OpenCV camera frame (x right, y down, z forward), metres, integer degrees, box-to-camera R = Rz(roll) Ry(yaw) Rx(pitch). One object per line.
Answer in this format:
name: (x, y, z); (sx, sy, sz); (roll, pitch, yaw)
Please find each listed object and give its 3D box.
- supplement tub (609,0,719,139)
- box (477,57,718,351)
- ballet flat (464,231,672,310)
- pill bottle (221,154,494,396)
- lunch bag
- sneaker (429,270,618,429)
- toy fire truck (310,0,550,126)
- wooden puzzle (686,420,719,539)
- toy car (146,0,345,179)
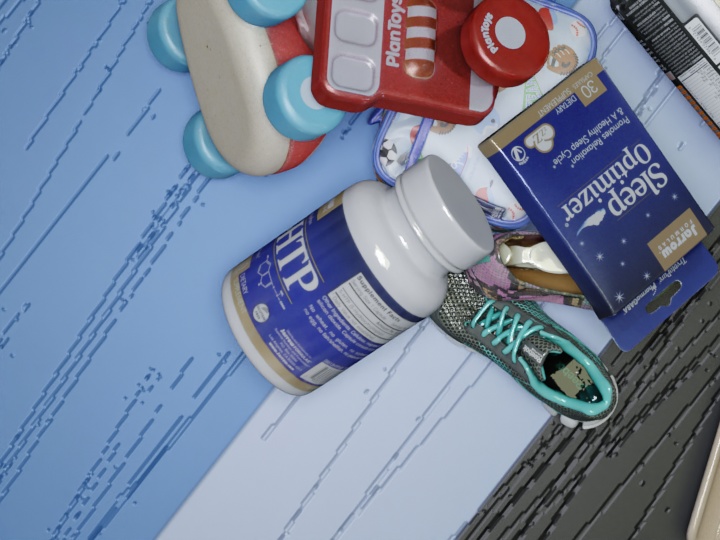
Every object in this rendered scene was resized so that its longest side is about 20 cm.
supplement tub: (0.306, -0.183, 1.382); (0.122, 0.123, 0.200); (-41, 93, -1)
box: (0.195, -0.051, 1.335); (0.121, 0.032, 0.201); (-37, 95, -22)
ballet flat: (0.183, -0.004, 1.377); (0.198, 0.071, 0.070); (1, 83, -21)
pill bottle: (0.000, 0.000, 1.344); (0.199, 0.120, 0.120); (-34, 92, 19)
lunch bag: (0.095, -0.134, 1.399); (0.159, 0.076, 0.202); (22, 89, 0)
sneaker: (0.135, 0.055, 1.393); (0.199, 0.091, 0.078); (35, 88, -2)
toy fire truck: (0.046, -0.208, 1.283); (0.166, 0.112, 0.202); (9, 74, -20)
wooden puzzle: (0.385, 0.167, 1.436); (0.198, 0.037, 0.187); (17, 89, -7)
toy car: (-0.036, -0.181, 1.369); (0.199, 0.184, 0.179); (-20, 92, -30)
